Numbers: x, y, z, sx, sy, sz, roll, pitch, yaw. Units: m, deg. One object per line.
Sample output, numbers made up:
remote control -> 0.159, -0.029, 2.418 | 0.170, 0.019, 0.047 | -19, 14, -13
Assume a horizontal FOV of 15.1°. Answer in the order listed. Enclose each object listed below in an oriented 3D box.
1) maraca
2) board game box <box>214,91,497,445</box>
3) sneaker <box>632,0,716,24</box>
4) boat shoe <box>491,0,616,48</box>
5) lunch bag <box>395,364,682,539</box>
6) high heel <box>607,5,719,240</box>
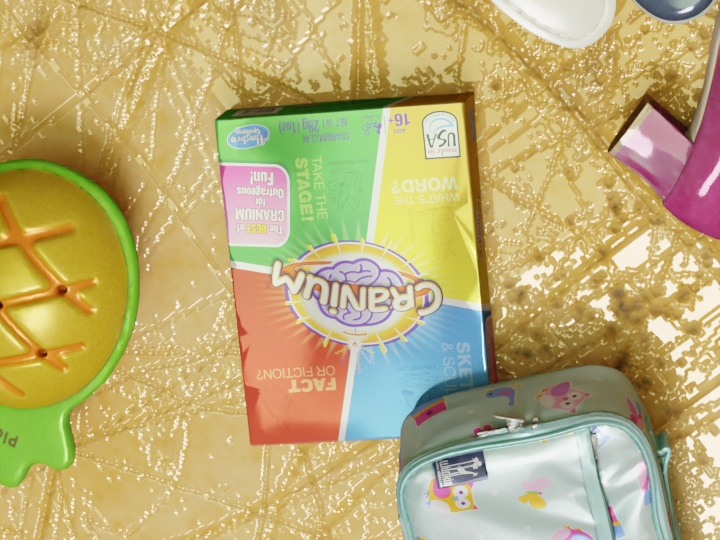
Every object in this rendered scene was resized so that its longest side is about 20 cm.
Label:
maraca -> -0.204, 0.031, 1.630 | 0.137, 0.107, 0.201 | 22, 105, 13
board game box -> 0.000, 0.000, 1.620 | 0.152, 0.040, 0.201 | -4, 102, 11
sneaker -> 0.148, -0.230, 1.518 | 0.075, 0.085, 0.201 | -20, 98, 14
boat shoe -> 0.071, -0.211, 1.551 | 0.072, 0.060, 0.202 | -42, 93, 4
lunch bag -> 0.112, 0.156, 1.592 | 0.160, 0.077, 0.201 | -11, 118, 11
high heel -> 0.234, -0.111, 1.540 | 0.096, 0.067, 0.200 | 36, 104, -5
